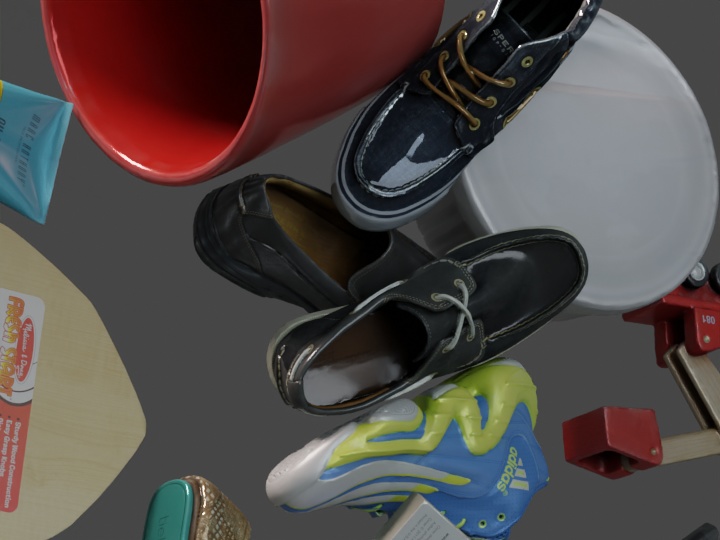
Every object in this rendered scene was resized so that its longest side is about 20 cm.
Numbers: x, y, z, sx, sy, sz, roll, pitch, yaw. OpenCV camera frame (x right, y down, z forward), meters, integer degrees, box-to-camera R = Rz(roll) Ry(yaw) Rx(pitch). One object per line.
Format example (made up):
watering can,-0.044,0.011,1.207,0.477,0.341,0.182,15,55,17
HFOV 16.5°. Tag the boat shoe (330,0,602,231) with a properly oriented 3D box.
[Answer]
boat shoe,0.061,-0.110,1.437,0.071,0.091,0.200,42,66,4

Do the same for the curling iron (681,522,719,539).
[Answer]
curling iron,0.158,0.219,1.522,0.050,0.026,0.200,40,53,14

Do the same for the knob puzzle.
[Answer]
knob puzzle,-0.213,0.070,1.356,0.219,0.030,0.221,11,67,-27

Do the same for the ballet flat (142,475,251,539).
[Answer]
ballet flat,-0.095,0.212,1.357,0.065,0.070,0.201,29,63,-35

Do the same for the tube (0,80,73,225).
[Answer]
tube,-0.255,-0.096,1.386,0.199,0.050,0.078,24,70,-27

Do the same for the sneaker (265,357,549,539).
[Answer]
sneaker,0.041,0.125,1.460,0.199,0.076,0.105,-22,86,-35

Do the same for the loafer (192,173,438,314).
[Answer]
loafer,0.000,0.000,1.481,0.199,0.072,0.073,21,62,-24

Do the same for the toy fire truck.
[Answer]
toy fire truck,0.222,0.067,1.603,0.199,0.049,0.142,9,69,-29

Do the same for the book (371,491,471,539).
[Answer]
book,0.063,0.243,1.423,0.200,0.048,0.134,42,86,-12

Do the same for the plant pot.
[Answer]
plant pot,-0.058,-0.163,1.445,0.177,0.200,0.201,-16,81,-44

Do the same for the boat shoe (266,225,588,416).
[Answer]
boat shoe,0.045,0.032,1.438,0.199,0.068,0.072,-22,99,-7

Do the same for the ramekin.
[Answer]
ramekin,0.120,-0.061,1.561,0.201,0.094,0.204,10,69,-27
